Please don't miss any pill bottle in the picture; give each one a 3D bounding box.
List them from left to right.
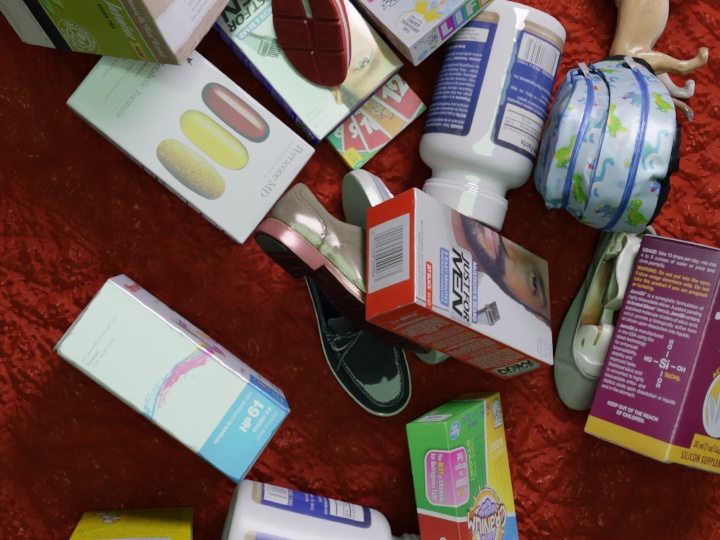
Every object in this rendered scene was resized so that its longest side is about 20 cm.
[{"bbox_3d":[-0.032,0.276,1.170,0.198,0.120,0.121,15,89,-6],"label":"pill bottle"},{"bbox_3d":[0.119,-0.144,1.178,0.110,0.111,0.202,16,86,-7],"label":"pill bottle"}]

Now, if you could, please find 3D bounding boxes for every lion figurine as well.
[{"bbox_3d":[0.276,-0.248,1.221,0.121,0.072,0.202,1,95,1],"label":"lion figurine"}]

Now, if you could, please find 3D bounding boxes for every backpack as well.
[{"bbox_3d":[0.223,-0.108,1.130,0.152,0.200,0.164,13,110,-15],"label":"backpack"}]

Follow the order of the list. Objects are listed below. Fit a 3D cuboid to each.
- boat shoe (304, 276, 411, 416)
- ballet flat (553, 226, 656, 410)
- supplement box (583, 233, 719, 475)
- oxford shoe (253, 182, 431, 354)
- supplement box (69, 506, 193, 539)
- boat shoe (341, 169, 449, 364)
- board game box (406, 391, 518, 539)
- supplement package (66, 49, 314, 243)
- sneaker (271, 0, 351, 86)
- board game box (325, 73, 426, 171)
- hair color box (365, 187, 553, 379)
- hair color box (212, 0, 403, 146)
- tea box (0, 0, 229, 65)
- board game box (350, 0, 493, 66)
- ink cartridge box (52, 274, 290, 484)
[{"bbox_3d":[-0.006,0.049,1.198,0.074,0.062,0.202,-22,95,-7],"label":"boat shoe"},{"bbox_3d":[0.240,0.041,1.225,0.067,0.064,0.202,17,89,-6],"label":"ballet flat"},{"bbox_3d":[0.314,0.083,1.190,0.130,0.103,0.202,17,90,-41],"label":"supplement box"},{"bbox_3d":[0.000,0.000,1.131,0.200,0.070,0.075,41,68,-20],"label":"oxford shoe"},{"bbox_3d":[-0.204,0.285,1.110,0.108,0.200,0.110,-1,91,-6],"label":"supplement box"},{"bbox_3d":[0.049,-0.011,1.207,0.071,0.070,0.202,-28,93,-26],"label":"boat shoe"},{"bbox_3d":[0.101,0.227,1.170,0.040,0.153,0.202,-7,93,25],"label":"board game box"},{"bbox_3d":[-0.154,-0.128,1.153,0.199,0.110,0.114,38,87,-6],"label":"supplement package"},{"bbox_3d":[-0.027,-0.270,1.085,0.078,0.201,0.116,13,46,29],"label":"sneaker"},{"bbox_3d":[-0.035,-0.203,1.209,0.095,0.030,0.200,-41,93,-4],"label":"board game box"},{"bbox_3d":[0.093,0.016,1.138,0.199,0.064,0.112,25,56,-42],"label":"hair color box"},{"bbox_3d":[-0.066,-0.228,1.160,0.109,0.065,0.200,-42,95,-4],"label":"hair color box"},{"bbox_3d":[-0.198,-0.298,1.060,0.195,0.134,0.201,13,59,33],"label":"tea box"},{"bbox_3d":[0.037,-0.300,1.161,0.134,0.034,0.200,-40,64,-4],"label":"board game box"},{"bbox_3d":[-0.169,0.093,1.138,0.199,0.145,0.085,36,87,-6],"label":"ink cartridge box"}]
